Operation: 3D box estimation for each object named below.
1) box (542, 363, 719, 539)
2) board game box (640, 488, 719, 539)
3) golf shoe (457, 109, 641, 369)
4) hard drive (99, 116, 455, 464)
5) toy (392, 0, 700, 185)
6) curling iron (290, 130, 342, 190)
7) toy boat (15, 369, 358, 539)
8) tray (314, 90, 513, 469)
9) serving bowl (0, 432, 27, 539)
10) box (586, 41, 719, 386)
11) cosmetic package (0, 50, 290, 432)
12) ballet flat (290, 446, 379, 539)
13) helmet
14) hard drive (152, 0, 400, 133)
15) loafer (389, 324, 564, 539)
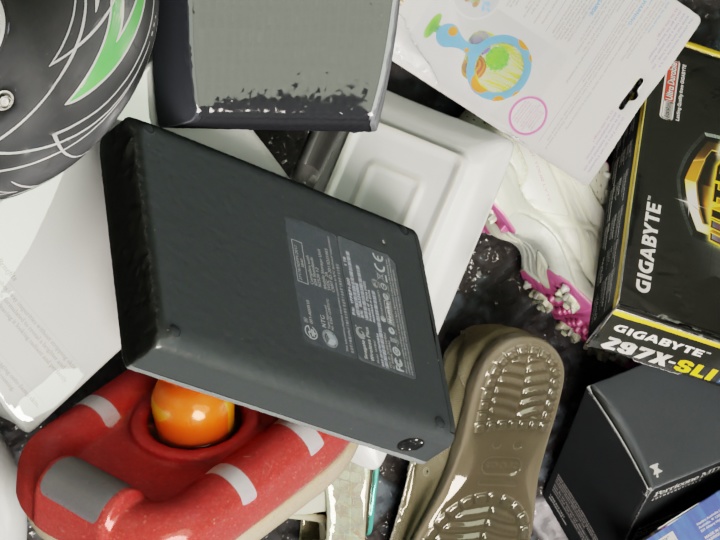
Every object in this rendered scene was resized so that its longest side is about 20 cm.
[{"bbox_3d":[0.221,0.095,1.563,0.200,0.141,0.079,-21,66,-20],"label":"box"},{"bbox_3d":[0.259,0.142,1.540,0.200,0.199,0.043,-34,68,11],"label":"board game box"},{"bbox_3d":[0.125,-0.026,1.541,0.092,0.075,0.200,-46,115,-14],"label":"golf shoe"},{"bbox_3d":[-0.042,0.011,1.358,0.200,0.033,0.140,21,46,-39],"label":"hard drive"},{"bbox_3d":[0.079,-0.146,1.468,0.200,0.047,0.115,30,98,-30],"label":"toy"},{"bbox_3d":[-0.005,-0.130,1.454,0.050,0.026,0.200,29,66,-28],"label":"curling iron"},{"bbox_3d":[-0.087,0.065,1.381,0.200,0.130,0.131,-36,136,-39],"label":"toy boat"},{"bbox_3d":[0.000,0.000,1.479,0.200,0.107,0.022,-67,160,-1],"label":"tray"},{"bbox_3d":[-0.266,0.147,1.400,0.200,0.066,0.200,-5,102,-23],"label":"serving bowl"},{"bbox_3d":[0.221,-0.026,1.514,0.160,0.049,0.200,19,56,-10],"label":"box"},{"bbox_3d":[-0.148,-0.024,1.414,0.200,0.081,0.113,-42,113,-13],"label":"cosmetic package"},{"bbox_3d":[-0.025,0.152,1.510,0.062,0.067,0.200,0,99,-17],"label":"ballet flat"},{"bbox_3d":[-0.195,-0.132,1.311,0.200,0.200,0.191,-29,102,-17],"label":"helmet"},{"bbox_3d":[-0.038,-0.170,1.367,0.135,0.042,0.200,0,99,-18],"label":"hard drive"},{"bbox_3d":[0.064,0.118,1.544,0.076,0.068,0.200,11,111,-24],"label":"loafer"}]
